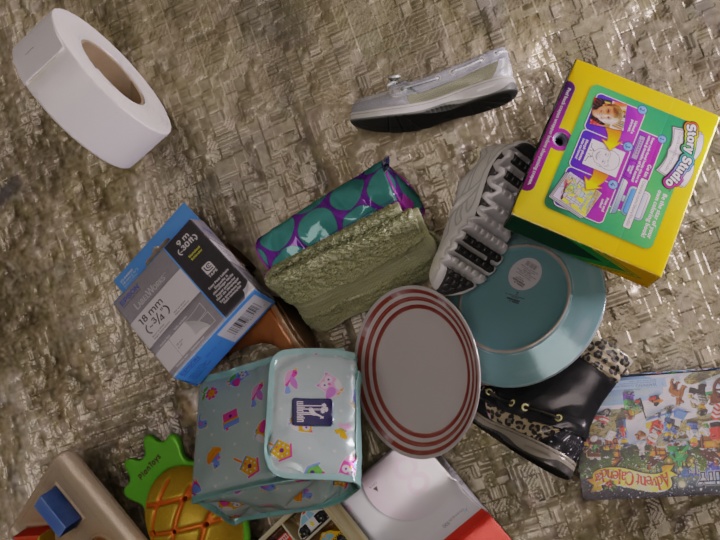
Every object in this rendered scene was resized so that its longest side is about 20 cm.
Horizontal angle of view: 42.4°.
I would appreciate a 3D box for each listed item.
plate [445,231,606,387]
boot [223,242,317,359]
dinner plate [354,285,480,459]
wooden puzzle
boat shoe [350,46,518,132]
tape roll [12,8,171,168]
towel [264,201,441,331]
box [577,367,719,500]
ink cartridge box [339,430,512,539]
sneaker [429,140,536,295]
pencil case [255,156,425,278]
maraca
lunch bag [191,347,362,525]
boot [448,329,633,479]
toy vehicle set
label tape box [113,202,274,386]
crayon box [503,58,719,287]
[{"bbox_3d":[0.177,0.035,1.051,0.200,0.026,0.201,-18,54,26],"label":"plate"},{"bbox_3d":[-0.160,0.083,1.161,0.200,0.077,0.155,44,98,14],"label":"boot"},{"bbox_3d":[0.067,0.117,1.080,0.200,0.024,0.201,2,92,47],"label":"dinner plate"},{"bbox_3d":[-0.374,0.358,1.201,0.185,0.046,0.200,47,121,12],"label":"wooden puzzle"},{"bbox_3d":[0.084,-0.213,1.111,0.201,0.074,0.065,-13,80,10],"label":"boat shoe"},{"bbox_3d":[-0.330,-0.225,1.150,0.071,0.202,0.203,-38,80,11],"label":"tape roll"},{"bbox_3d":[0.000,0.000,1.091,0.200,0.148,0.037,-25,54,12],"label":"towel"},{"bbox_3d":[0.344,0.183,1.047,0.199,0.038,0.137,-7,86,15],"label":"box"},{"bbox_3d":[0.073,0.317,1.112,0.163,0.057,0.200,-43,74,10],"label":"ink cartridge box"},{"bbox_3d":[0.135,-0.061,1.079,0.081,0.075,0.200,21,77,53],"label":"sneaker"},{"bbox_3d":[-0.027,-0.052,1.124,0.200,0.092,0.085,-32,113,14],"label":"pencil case"},{"bbox_3d":[-0.218,0.295,1.159,0.200,0.107,0.137,45,104,15],"label":"maraca"},{"bbox_3d":[-0.088,0.189,1.080,0.199,0.122,0.171,-18,52,23],"label":"lunch bag"},{"bbox_3d":[0.196,0.127,1.052,0.203,0.073,0.154,29,83,49],"label":"boot"},{"bbox_3d":[-0.073,0.367,1.132,0.124,0.026,0.200,48,115,12],"label":"toy vehicle set"},{"bbox_3d":[-0.222,0.018,1.131,0.144,0.063,0.200,-47,64,3],"label":"label tape box"},{"bbox_3d":[0.277,-0.108,1.023,0.172,0.058,0.200,24,77,5],"label":"crayon box"}]
